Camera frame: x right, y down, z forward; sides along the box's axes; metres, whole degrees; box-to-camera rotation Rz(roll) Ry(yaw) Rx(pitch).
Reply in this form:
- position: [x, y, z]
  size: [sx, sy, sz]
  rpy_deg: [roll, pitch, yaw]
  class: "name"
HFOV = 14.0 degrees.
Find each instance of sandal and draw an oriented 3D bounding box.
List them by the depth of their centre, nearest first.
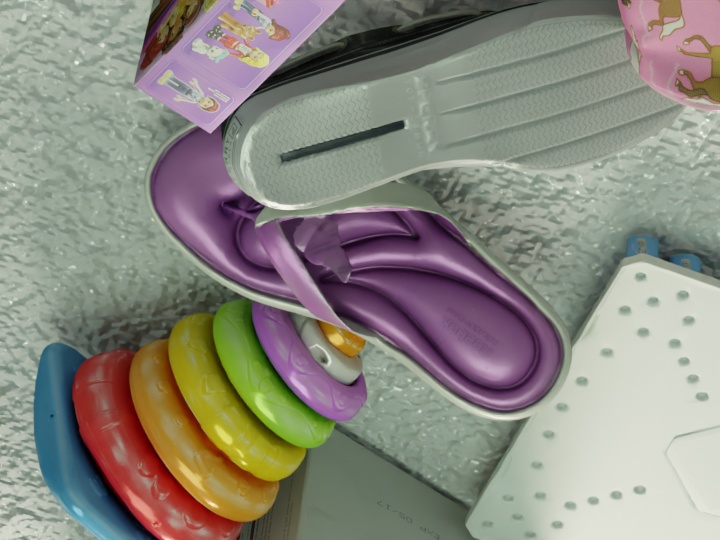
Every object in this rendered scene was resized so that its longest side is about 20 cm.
- position: [0.003, -0.007, 1.250]
  size: [0.202, 0.050, 0.083]
  rpy_deg: [28, 91, -2]
  class: "sandal"

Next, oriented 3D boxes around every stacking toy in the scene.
- position: [-0.041, 0.047, 1.321]
  size: [0.200, 0.116, 0.110]
  rpy_deg: [-36, 128, 18]
  class: "stacking toy"

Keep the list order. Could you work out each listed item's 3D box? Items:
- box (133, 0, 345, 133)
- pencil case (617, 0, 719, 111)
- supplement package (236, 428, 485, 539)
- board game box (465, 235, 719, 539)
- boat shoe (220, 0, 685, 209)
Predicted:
- position: [-0.004, -0.159, 1.081]
  size: [0.039, 0.137, 0.200]
  rpy_deg: [32, 129, -22]
  class: "box"
- position: [0.130, -0.157, 1.096]
  size: [0.082, 0.087, 0.201]
  rpy_deg: [-16, 129, -5]
  class: "pencil case"
- position: [-0.032, 0.208, 1.422]
  size: [0.152, 0.151, 0.200]
  rpy_deg: [33, 129, -22]
  class: "supplement package"
- position: [0.175, 0.083, 1.362]
  size: [0.199, 0.026, 0.200]
  rpy_deg: [18, 132, -10]
  class: "board game box"
- position: [0.036, -0.080, 1.200]
  size: [0.199, 0.071, 0.072]
  rpy_deg: [-10, 120, -11]
  class: "boat shoe"
